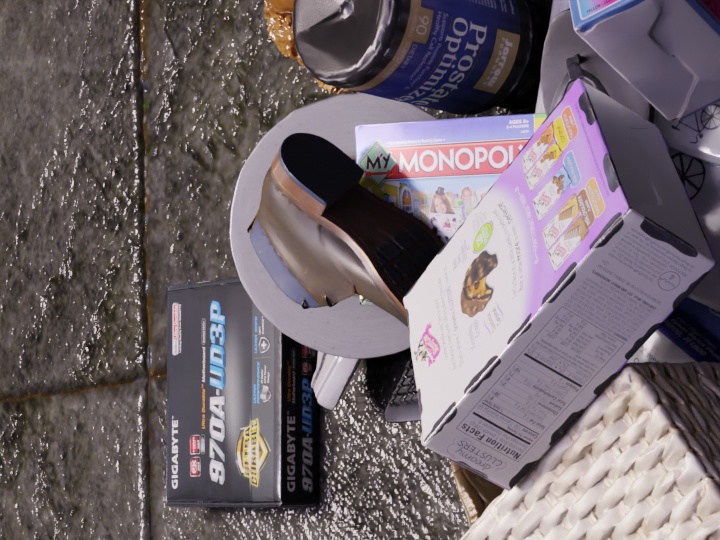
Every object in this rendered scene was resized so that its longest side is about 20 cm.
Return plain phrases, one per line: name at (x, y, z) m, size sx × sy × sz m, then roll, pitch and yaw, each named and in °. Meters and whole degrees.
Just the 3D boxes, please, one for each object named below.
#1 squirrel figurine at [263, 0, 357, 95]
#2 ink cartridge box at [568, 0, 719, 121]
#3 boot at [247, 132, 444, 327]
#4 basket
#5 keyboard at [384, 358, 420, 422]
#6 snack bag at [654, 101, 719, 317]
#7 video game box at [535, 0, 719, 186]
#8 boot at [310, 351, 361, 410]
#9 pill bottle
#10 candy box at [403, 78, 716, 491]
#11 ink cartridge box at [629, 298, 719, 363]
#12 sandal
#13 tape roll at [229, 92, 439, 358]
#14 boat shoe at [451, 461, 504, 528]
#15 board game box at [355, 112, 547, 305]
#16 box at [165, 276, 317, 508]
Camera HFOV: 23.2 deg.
squirrel figurine at (0.002, -0.246, 1.440) m, size 0.186 × 0.141 × 0.201 m, roll 13°, pitch 108°, yaw 36°
ink cartridge box at (0.185, -0.219, 1.137) m, size 0.076 × 0.136 × 0.201 m, roll -24°, pitch 55°, yaw 27°
boot at (0.000, 0.000, 1.269) m, size 0.200 × 0.075 × 0.097 m, roll 49°, pitch 137°, yaw 10°
basket at (0.202, 0.184, 1.081) m, size 0.200 × 0.160 × 0.199 m, roll -50°, pitch 55°, yaw 28°
keyboard at (0.088, 0.057, 1.316) m, size 0.127 × 0.021 × 0.200 m, roll -57°, pitch 17°, yaw -21°
snack bag at (0.220, -0.081, 1.186) m, size 0.188 × 0.021 × 0.201 m, roll 27°, pitch 106°, yaw 43°
video game box at (0.213, -0.164, 1.249) m, size 0.182 × 0.047 × 0.201 m, roll 12°, pitch 94°, yaw 48°
boot at (-0.022, 0.006, 1.425) m, size 0.095 × 0.074 × 0.201 m, roll 22°, pitch 96°, yaw 2°
pill bottle at (0.056, -0.176, 1.302) m, size 0.112 × 0.199 × 0.113 m, roll -7°, pitch 80°, yaw 46°
candy box at (0.115, 0.007, 1.093) m, size 0.200 × 0.071 × 0.168 m, roll -52°, pitch 22°, yaw 25°
ink cartridge box at (0.242, 0.120, 1.186) m, size 0.196 × 0.043 × 0.201 m, roll 42°, pitch 116°, yaw 41°
sandal at (0.157, -0.078, 1.171) m, size 0.076 × 0.043 × 0.201 m, roll -4°, pitch 90°, yaw 26°
tape roll at (0.000, -0.034, 1.352) m, size 0.066 × 0.199 × 0.201 m, roll -72°, pitch -8°, yaw -88°
boat shoe at (0.107, 0.174, 1.292) m, size 0.074 × 0.067 × 0.201 m, roll -6°, pitch 54°, yaw 7°
board game box at (0.088, -0.042, 1.256) m, size 0.199 × 0.029 × 0.135 m, roll -1°, pitch 92°, yaw 32°
box at (-0.106, 0.107, 1.543) m, size 0.159 × 0.046 × 0.201 m, roll -7°, pitch 81°, yaw 45°
